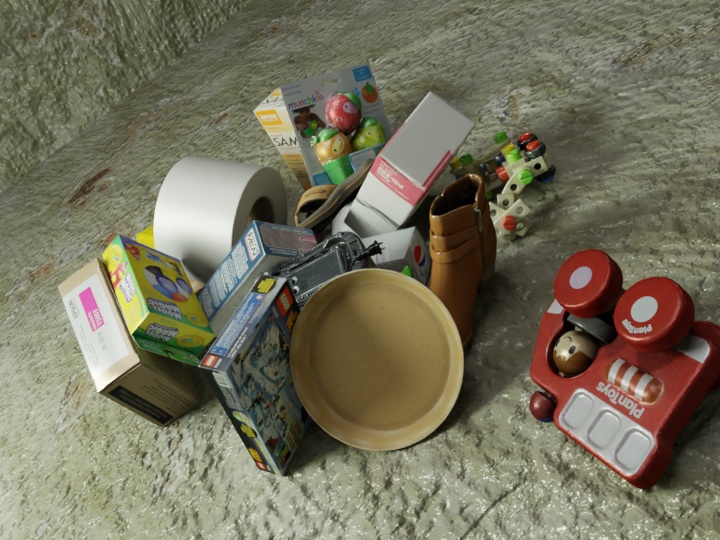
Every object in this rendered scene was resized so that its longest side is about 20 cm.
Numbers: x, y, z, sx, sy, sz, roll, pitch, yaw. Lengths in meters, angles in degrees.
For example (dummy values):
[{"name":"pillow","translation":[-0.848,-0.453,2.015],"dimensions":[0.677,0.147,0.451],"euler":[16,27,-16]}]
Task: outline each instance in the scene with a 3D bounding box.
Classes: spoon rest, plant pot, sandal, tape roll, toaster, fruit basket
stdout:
[{"name":"spoon rest","translation":[-0.025,-0.066,1.203],"dimensions":[0.099,0.061,0.200],"euler":[-3,29,38]},{"name":"plant pot","translation":[0.018,0.098,0.835],"dimensions":[0.199,0.201,0.027],"euler":[-24,-4,14]},{"name":"sandal","translation":[-0.053,-0.105,1.107],"dimensions":[0.200,0.055,0.082],"euler":[-45,-4,-11]},{"name":"tape roll","translation":[-0.220,-0.076,1.206],"dimensions":[0.138,0.204,0.203],"euler":[11,48,17]},{"name":"toaster","translation":[-0.036,0.042,0.971],"dimensions":[0.199,0.129,0.114],"euler":[-29,40,9]},{"name":"fruit basket","translation":[-0.020,-0.225,1.220],"dimensions":[0.184,0.202,0.093],"euler":[-23,13,-31]}]

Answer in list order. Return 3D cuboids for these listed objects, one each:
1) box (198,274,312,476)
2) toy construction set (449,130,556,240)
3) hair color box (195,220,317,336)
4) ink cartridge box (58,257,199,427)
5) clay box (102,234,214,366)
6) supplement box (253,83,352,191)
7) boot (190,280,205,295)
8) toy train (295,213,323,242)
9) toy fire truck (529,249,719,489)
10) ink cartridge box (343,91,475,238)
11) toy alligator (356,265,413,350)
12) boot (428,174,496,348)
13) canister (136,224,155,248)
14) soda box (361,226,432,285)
[{"name":"box","translation":[-0.102,0.123,0.862],"dimensions":[0.040,0.201,0.137],"euler":[9,48,26]},{"name":"toy construction set","translation":[0.198,-0.128,1.035],"dimensions":[0.130,0.092,0.201],"euler":[-26,32,12]},{"name":"hair color box","translation":[-0.149,0.018,1.059],"dimensions":[0.200,0.099,0.061],"euler":[-45,53,36]},{"name":"ink cartridge box","translation":[-0.329,0.105,1.066],"dimensions":[0.075,0.165,0.200],"euler":[-34,57,0]},{"name":"clay box","translation":[-0.279,0.042,1.043],"dimensions":[0.048,0.115,0.200],"euler":[-48,48,13]},{"name":"supplement box","translation":[-0.081,-0.222,1.314],"dimensions":[0.126,0.201,0.074],"euler":[6,48,47]},{"name":"boot","translation":[-0.339,0.078,1.264],"dimensions":[0.200,0.077,0.155],"euler":[-50,30,-13]},{"name":"toy train","translation":[-0.083,-0.066,1.254],"dimensions":[0.034,0.046,0.200],"euler":[16,53,42]},{"name":"toy fire truck","translation":[0.236,0.088,0.709],"dimensions":[0.169,0.112,0.200],"euler":[-55,32,0]},{"name":"ink cartridge box","translation":[0.066,-0.136,1.077],"dimensions":[0.146,0.085,0.200],"euler":[-52,-4,-28]},{"name":"toy alligator","translation":[0.003,0.081,0.886],"dimensions":[0.054,0.059,0.201],"euler":[23,91,17]},{"name":"boot","translation":[0.105,0.000,0.869],"dimensions":[0.076,0.156,0.200],"euler":[21,54,31]},{"name":"canister","translation":[-0.296,-0.077,1.381],"dimensions":[0.200,0.087,0.148],"euler":[-35,27,-29]},{"name":"soda box","translation":[0.000,0.000,1.068],"dimensions":[0.199,0.064,0.069],"euler":[-11,38,32]}]
